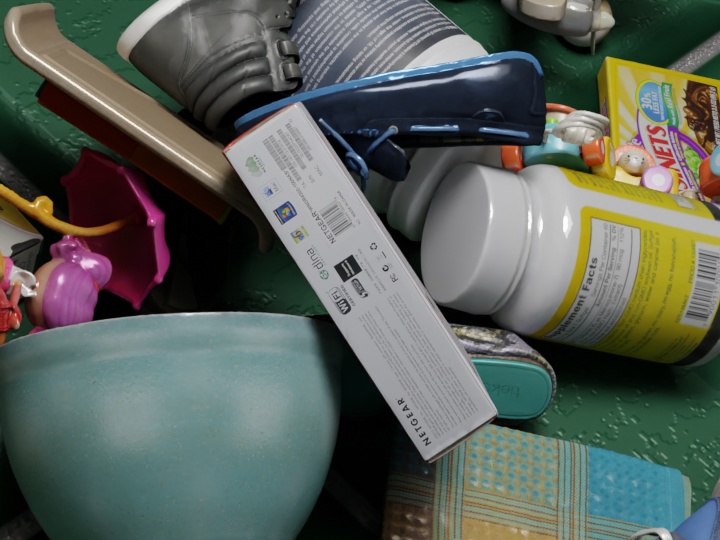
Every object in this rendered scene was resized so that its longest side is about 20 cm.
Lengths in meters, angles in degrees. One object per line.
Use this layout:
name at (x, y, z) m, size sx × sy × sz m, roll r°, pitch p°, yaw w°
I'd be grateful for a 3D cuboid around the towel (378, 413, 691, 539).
towel at (0.108, 0.166, 1.204) m, size 0.198 × 0.022 × 0.148 m, roll 13°, pitch 54°, yaw -8°

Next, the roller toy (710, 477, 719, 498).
roller toy at (0.319, 0.149, 1.226) m, size 0.198 × 0.140 × 0.184 m, roll 10°, pitch 47°, yaw -11°

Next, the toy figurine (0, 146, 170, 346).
toy figurine at (-0.199, -0.012, 1.123) m, size 0.183 × 0.150 × 0.202 m, roll 19°, pitch 72°, yaw -24°

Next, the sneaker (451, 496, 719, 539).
sneaker at (0.126, 0.179, 1.132) m, size 0.146 × 0.081 × 0.201 m, roll 37°, pitch 70°, yaw -1°

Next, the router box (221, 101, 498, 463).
router box at (0.000, 0.000, 1.118) m, size 0.049 × 0.180 × 0.201 m, roll -33°, pitch 94°, yaw 2°

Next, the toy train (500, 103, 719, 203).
toy train at (0.194, -0.084, 1.332) m, size 0.198 × 0.150 × 0.056 m, roll 14°, pitch 66°, yaw -27°

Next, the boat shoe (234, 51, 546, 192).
boat shoe at (0.019, -0.088, 1.232) m, size 0.198 × 0.084 × 0.069 m, roll -11°, pitch 90°, yaw 10°

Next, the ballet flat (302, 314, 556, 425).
ballet flat at (0.025, 0.060, 1.257) m, size 0.198 × 0.072 × 0.072 m, roll 8°, pitch 47°, yaw -14°

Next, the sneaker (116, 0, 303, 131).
sneaker at (-0.051, -0.167, 1.272) m, size 0.200 × 0.071 × 0.099 m, roll -39°, pitch 84°, yaw -10°

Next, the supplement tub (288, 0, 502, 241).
supplement tub at (0.004, -0.131, 1.355) m, size 0.200 × 0.141 × 0.140 m, roll 42°, pitch 49°, yaw 19°

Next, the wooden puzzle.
wooden puzzle at (-0.131, -0.085, 1.188) m, size 0.200 × 0.037 × 0.185 m, roll 39°, pitch 6°, yaw -7°

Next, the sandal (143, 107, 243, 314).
sandal at (-0.109, -0.036, 1.288) m, size 0.081 × 0.055 × 0.201 m, roll 28°, pitch 45°, yaw -16°

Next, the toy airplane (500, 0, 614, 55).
toy airplane at (0.151, -0.238, 1.530) m, size 0.199 × 0.142 × 0.198 m, roll -32°, pitch 28°, yaw -29°

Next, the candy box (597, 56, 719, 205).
candy box at (0.233, -0.077, 1.476) m, size 0.101 × 0.027 × 0.201 m, roll 9°, pitch 47°, yaw -8°

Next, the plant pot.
plant pot at (-0.103, 0.109, 1.086) m, size 0.198 × 0.200 × 0.136 m, roll 0°, pitch 77°, yaw -20°

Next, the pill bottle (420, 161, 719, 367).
pill bottle at (0.148, -0.007, 1.300) m, size 0.198 × 0.115 × 0.115 m, roll 12°, pitch 46°, yaw -24°

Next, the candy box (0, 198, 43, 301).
candy box at (-0.311, -0.008, 1.181) m, size 0.136 × 0.061 × 0.199 m, roll 44°, pitch 49°, yaw 18°
